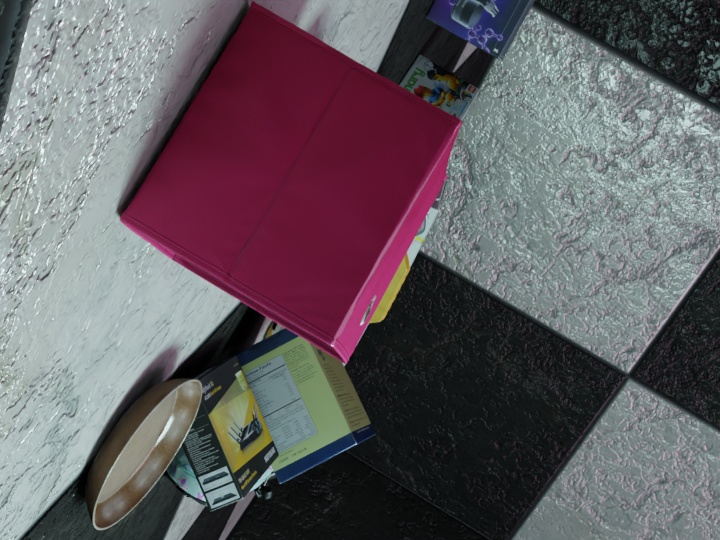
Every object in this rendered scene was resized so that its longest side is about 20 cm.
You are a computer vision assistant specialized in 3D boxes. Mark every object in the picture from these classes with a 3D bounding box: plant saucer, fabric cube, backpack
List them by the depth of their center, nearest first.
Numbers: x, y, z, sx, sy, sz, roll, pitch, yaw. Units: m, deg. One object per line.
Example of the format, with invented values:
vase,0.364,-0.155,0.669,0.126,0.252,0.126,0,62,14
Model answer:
fabric cube,-0.049,-0.061,0.867,0.201,0.199,0.196,-59,174,-7
plant saucer,-0.255,0.204,1.193,0.201,0.034,0.201,-55,167,-19
backpack,-0.214,0.276,1.569,0.128,0.166,0.200,-67,163,10

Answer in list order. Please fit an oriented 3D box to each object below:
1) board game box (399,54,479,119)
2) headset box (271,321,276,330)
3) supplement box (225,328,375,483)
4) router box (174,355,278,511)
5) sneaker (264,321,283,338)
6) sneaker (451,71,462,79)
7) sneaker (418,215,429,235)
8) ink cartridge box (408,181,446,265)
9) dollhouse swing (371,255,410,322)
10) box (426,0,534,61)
board game box,0.107,-0.266,1.775,0.201,0.125,0.035,-58,176,-25
headset box,-0.089,0.000,1.582,0.201,0.077,0.149,-61,176,-9
supplement box,-0.089,0.199,1.598,0.133,0.201,0.200,-27,172,6
router box,-0.183,0.212,1.383,0.052,0.159,0.200,-23,-177,10
sneaker,-0.103,0.091,1.930,0.201,0.087,0.076,-58,174,-41
sneaker,0.171,-0.343,2.298,0.201,0.080,0.075,-59,178,-16
sneaker,0.051,-0.142,1.804,0.077,0.202,0.091,-10,-158,46
ink cartridge box,0.066,-0.112,2.049,0.145,0.144,0.201,-70,-174,-52
dollhouse swing,0.017,-0.037,1.906,0.201,0.175,0.182,-64,174,33
box,0.216,-0.462,1.659,0.201,0.140,0.079,-62,176,13
